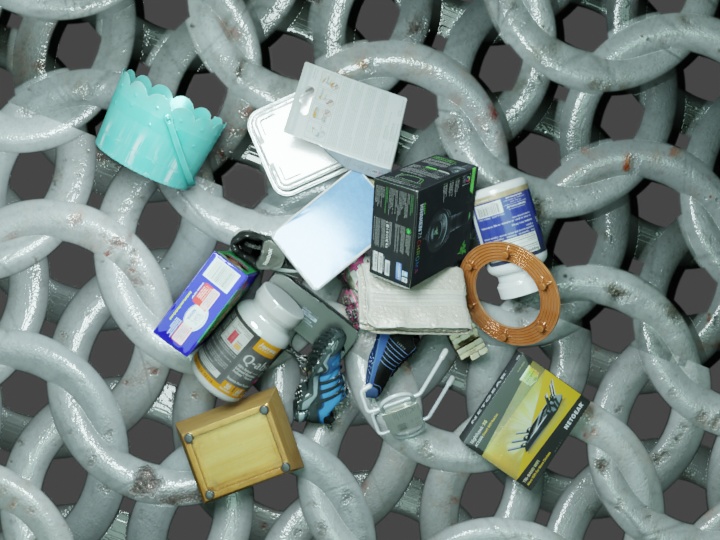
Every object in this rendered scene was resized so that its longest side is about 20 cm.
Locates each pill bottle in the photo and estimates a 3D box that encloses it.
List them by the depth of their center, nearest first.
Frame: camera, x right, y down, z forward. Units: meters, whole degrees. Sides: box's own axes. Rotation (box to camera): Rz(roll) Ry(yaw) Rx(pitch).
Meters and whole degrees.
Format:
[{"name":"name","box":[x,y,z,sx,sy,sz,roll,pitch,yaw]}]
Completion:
[{"name":"pill bottle","box":[-0.198,0.125,1.408,0.116,0.116,0.200,42,100,-2]},{"name":"pill bottle","box":[0.269,-0.057,1.433,0.114,0.116,0.202,-17,94,-1]}]

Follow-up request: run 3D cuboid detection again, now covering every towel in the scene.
[{"name":"towel","box":[0.091,0.047,1.380,0.197,0.035,0.134,1,57,-8]}]

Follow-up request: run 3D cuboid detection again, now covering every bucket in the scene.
[{"name":"bucket","box":[-0.345,-0.239,1.370,0.206,0.207,0.136,29,100,-2]}]

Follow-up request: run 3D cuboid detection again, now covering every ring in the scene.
[{"name":"ring","box":[0.256,0.044,1.400,0.019,0.200,0.202,-34,92,-43]}]

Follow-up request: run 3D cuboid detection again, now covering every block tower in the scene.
[{"name":"block tower","box":[0.163,0.070,1.463,0.054,0.058,0.202,-29,91,-2]}]

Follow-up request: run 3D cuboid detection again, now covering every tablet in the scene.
[{"name":"tablet","box":[-0.043,-0.074,1.391,0.199,0.014,0.130,-39,84,-8]}]

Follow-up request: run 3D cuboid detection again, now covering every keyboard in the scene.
[{"name":"keyboard","box":[-0.110,0.103,1.473,0.199,0.021,0.128,37,89,-1]}]

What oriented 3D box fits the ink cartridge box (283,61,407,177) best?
[{"name":"ink cartridge box","box":[-0.025,-0.264,1.412,0.198,0.057,0.164,16,64,-4]}]

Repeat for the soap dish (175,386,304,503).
[{"name":"soap dish","box":[-0.220,0.320,1.442,0.198,0.081,0.159,-19,92,-3]}]

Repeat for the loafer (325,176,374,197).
[{"name":"loafer","box":[0.024,-0.137,1.442,0.197,0.076,0.069,-11,86,-6]}]

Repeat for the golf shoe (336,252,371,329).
[{"name":"golf shoe","box":[0.000,0.000,1.454,0.091,0.072,0.202,-19,99,-18]}]

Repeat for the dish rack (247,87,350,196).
[{"name":"dish rack","box":[-0.094,-0.246,1.454,0.198,0.044,0.173,-24,92,-1]}]

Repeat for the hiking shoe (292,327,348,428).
[{"name":"hiking shoe","box":[-0.057,0.191,1.442,0.086,0.075,0.202,15,115,-17]}]

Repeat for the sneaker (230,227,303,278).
[{"name":"sneaker","box":[-0.146,-0.025,1.419,0.198,0.091,0.067,17,100,6]}]

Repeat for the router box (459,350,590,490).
[{"name":"router box","box":[0.303,0.276,1.473,0.156,0.052,0.201,34,90,-2]}]

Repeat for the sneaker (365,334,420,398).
[{"name":"sneaker","box":[0.061,0.148,1.435,0.077,0.070,0.202,12,114,-7]}]

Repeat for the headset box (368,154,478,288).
[{"name":"headset box","box":[0.112,-0.090,1.367,0.092,0.199,0.176,21,120,33]}]

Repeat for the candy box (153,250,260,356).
[{"name":"candy box","box":[-0.260,0.051,1.376,0.077,0.200,0.170,38,91,-4]}]

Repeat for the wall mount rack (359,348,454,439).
[{"name":"wall mount rack","box":[0.093,0.225,1.424,0.172,0.201,0.075,-21,57,0]}]
